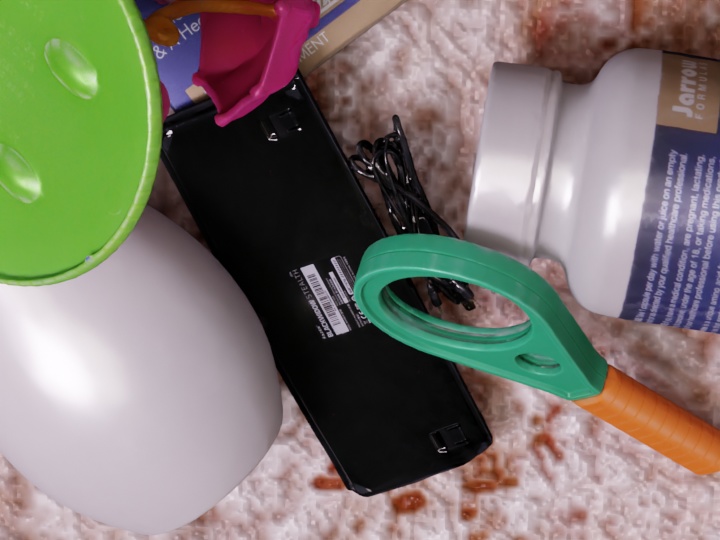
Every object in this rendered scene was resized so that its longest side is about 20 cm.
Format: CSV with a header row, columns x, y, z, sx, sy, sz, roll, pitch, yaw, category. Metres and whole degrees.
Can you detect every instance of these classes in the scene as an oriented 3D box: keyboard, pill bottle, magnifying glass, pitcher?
x,y,z,sx,sy,sz,roll,pitch,yaw,category
0.000,0.000,1.109,0.104,0.040,0.200,-18,114,22,keyboard
0.146,-0.030,1.048,0.200,0.111,0.111,9,106,2,pill bottle
0.081,0.037,1.073,0.200,0.022,0.080,32,149,-30,magnifying glass
-0.139,0.017,1.093,0.200,0.121,0.171,50,147,-17,pitcher

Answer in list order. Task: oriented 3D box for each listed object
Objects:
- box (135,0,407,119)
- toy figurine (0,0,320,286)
x,y,z,sx,sy,sz,roll,pitch,yaw,category
-0.078,-0.164,1.075,0.121,0.032,0.200,-36,98,13,box
-0.103,-0.108,0.990,0.200,0.184,0.150,42,125,14,toy figurine
